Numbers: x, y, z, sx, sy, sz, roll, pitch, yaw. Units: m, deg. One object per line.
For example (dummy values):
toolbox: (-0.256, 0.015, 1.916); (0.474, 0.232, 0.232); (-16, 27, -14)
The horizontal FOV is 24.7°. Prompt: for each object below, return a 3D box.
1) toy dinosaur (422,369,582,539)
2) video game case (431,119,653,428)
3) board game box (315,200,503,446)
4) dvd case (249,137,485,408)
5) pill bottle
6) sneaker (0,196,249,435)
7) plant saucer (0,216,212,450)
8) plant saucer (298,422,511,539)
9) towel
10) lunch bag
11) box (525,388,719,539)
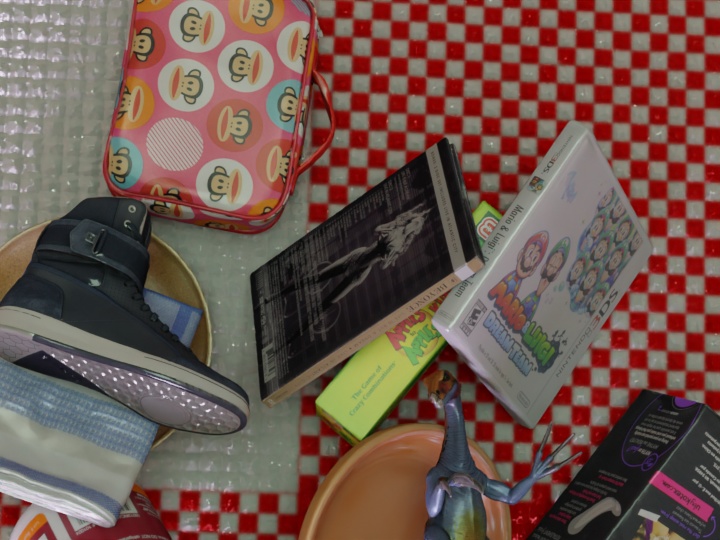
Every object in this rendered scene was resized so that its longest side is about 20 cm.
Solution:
toy dinosaur: (0.059, 0.172, 1.196); (0.200, 0.105, 0.182); (-35, 57, 28)
video game case: (0.144, 0.009, 1.251); (0.024, 0.200, 0.182); (30, 79, 34)
board game box: (0.046, 0.045, 1.279); (0.048, 0.102, 0.200); (39, 81, 6)
dvd case: (0.000, 0.000, 1.238); (0.200, 0.149, 0.016); (-35, 125, 19)
pill bottle: (-0.168, 0.253, 1.193); (0.113, 0.113, 0.200); (-32, 54, -7)
sneaker: (-0.156, 0.027, 1.218); (0.201, 0.077, 0.147); (23, 56, 1)
plant saucer: (-0.215, 0.057, 1.297); (0.199, 0.035, 0.201); (0, 81, -3)
plant saucer: (0.029, 0.213, 1.244); (0.199, 0.037, 0.201); (-4, 97, -36)
towel: (-0.215, 0.084, 1.223); (0.146, 0.024, 0.201); (20, 55, 0)
lunch bag: (-0.105, -0.134, 1.308); (0.175, 0.082, 0.201); (12, 80, -2)
box: (0.213, 0.203, 1.245); (0.106, 0.122, 0.200); (42, 82, -12)
